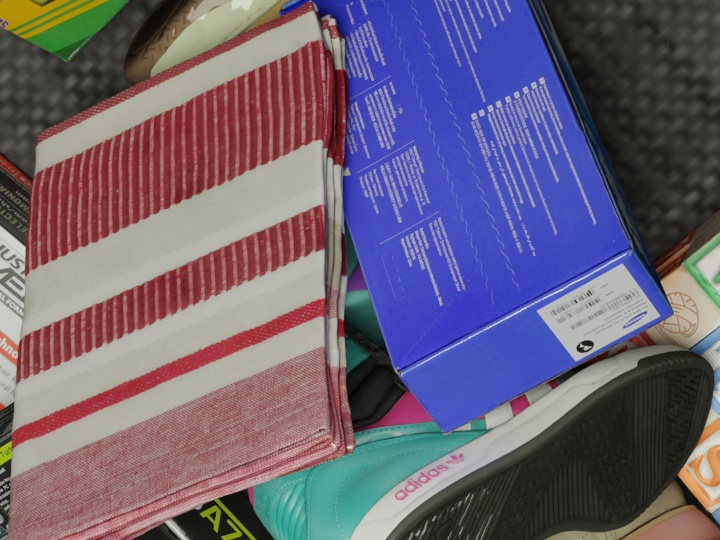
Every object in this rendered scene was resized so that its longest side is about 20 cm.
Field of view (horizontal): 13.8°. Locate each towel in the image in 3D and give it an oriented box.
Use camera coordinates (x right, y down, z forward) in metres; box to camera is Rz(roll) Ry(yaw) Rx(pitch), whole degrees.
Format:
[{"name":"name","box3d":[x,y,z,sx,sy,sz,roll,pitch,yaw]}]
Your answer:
[{"name":"towel","box3d":[-0.066,0.005,1.086,0.143,0.201,0.023,-23,138,25]}]

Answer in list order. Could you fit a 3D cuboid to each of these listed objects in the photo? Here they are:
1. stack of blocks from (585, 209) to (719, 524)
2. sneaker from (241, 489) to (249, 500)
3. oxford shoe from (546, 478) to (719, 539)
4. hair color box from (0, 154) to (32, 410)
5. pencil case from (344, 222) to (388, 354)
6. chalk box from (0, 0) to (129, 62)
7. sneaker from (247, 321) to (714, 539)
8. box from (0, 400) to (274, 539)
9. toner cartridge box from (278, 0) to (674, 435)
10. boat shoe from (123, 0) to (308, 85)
[{"name":"stack of blocks","box3d":[0.194,0.065,1.182,0.115,0.059,0.200,-40,92,20]},{"name":"sneaker","box3d":[-0.009,0.086,1.241,0.199,0.076,0.078,11,86,10]},{"name":"oxford shoe","box3d":[0.044,0.122,1.154,0.074,0.199,0.071,55,145,22]},{"name":"hair color box","box3d":[-0.182,0.060,1.273,0.101,0.061,0.200,40,111,1]},{"name":"pencil case","box3d":[0.000,0.000,1.178,0.199,0.085,0.093,-33,125,5]},{"name":"chalk box","box3d":[-0.105,-0.204,1.127,0.200,0.124,0.125,-44,48,20]},{"name":"sneaker","box3d":[0.032,0.060,1.117,0.120,0.199,0.084,29,125,35]},{"name":"box","box3d":[-0.107,0.147,1.200,0.193,0.048,0.200,48,130,-10]},{"name":"toner cartridge box","box3d":[0.038,-0.043,1.092,0.095,0.201,0.043,-27,136,10]},{"name":"boat shoe","box3d":[-0.004,-0.126,1.184,0.076,0.072,0.200,40,117,-16]}]
